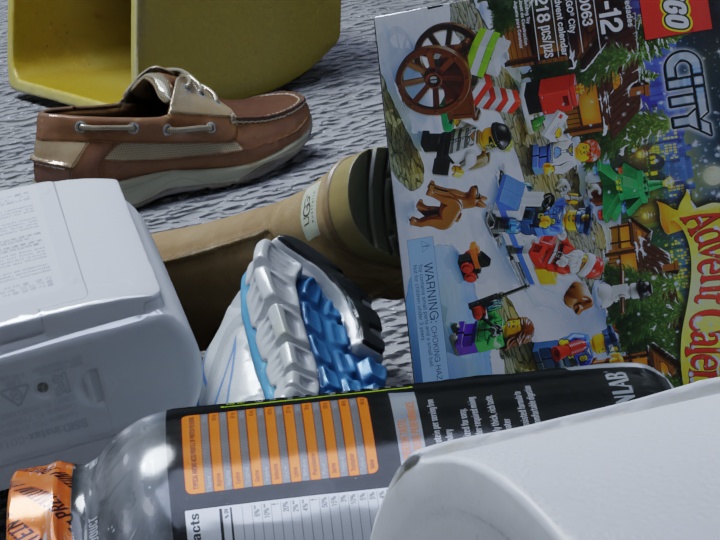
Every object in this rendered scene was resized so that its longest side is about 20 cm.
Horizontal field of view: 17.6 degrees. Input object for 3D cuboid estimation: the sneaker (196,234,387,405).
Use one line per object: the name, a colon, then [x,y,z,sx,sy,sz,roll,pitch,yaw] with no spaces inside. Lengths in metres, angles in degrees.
sneaker: [-0.031,0.077,0.882,0.075,0.087,0.200,30,27,-21]

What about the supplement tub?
supplement tub: [0.000,0.096,0.695,0.200,0.123,0.123,-6,17,-2]

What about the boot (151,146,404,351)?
boot: [0.000,0.000,1.049,0.175,0.066,0.200,19,-23,-31]

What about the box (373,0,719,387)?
box: [0.084,-0.012,0.886,0.137,0.200,0.038,-10,-17,11]

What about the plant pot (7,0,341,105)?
plant pot: [-0.123,-0.219,1.672,0.200,0.196,0.194,-6,14,-34]

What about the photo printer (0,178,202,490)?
photo printer: [-0.159,0.024,0.950,0.166,0.069,0.200,-16,21,-8]

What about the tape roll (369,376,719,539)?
tape roll: [0.097,0.120,0.456,0.139,0.203,0.203,-12,18,-18]

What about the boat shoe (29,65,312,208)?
boat shoe: [-0.112,-0.087,1.410,0.200,0.072,0.076,-19,22,-39]
